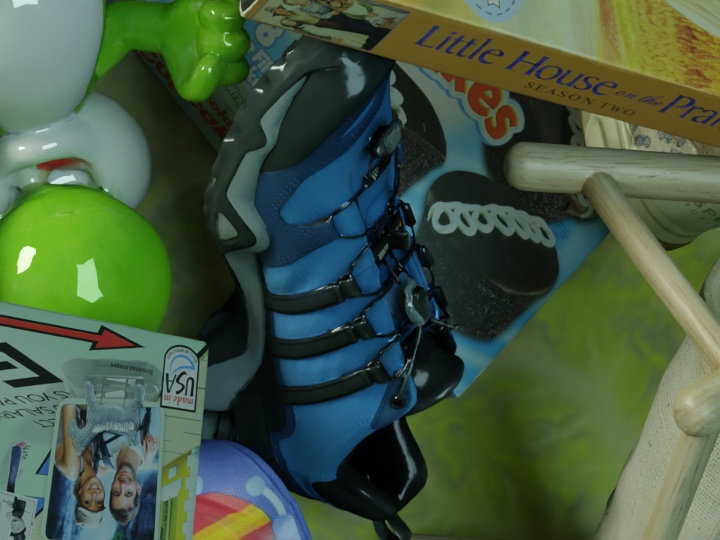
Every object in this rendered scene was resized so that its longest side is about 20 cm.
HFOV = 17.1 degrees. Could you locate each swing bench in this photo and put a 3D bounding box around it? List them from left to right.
[{"bbox_3d":[0.136,0.058,0.794,0.199,0.130,0.200,-9,135,-25],"label":"swing bench"}]

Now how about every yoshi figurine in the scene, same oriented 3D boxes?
[{"bbox_3d":[-0.095,-0.046,0.712,0.112,0.112,0.201,-59,151,-42],"label":"yoshi figurine"}]

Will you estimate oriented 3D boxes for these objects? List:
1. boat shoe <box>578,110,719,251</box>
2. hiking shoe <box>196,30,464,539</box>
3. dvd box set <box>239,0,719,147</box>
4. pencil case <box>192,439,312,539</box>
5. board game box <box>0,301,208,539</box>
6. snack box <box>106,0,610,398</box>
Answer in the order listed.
[{"bbox_3d":[0.107,-0.111,0.854,0.073,0.062,0.202,-3,77,-45],"label":"boat shoe"},{"bbox_3d":[0.000,0.000,0.750,0.086,0.201,0.075,27,51,13],"label":"hiking shoe"},{"bbox_3d":[0.056,-0.120,0.718,0.199,0.029,0.147,13,60,-27],"label":"dvd box set"},{"bbox_3d":[-0.101,0.131,0.754,0.199,0.087,0.078,-32,91,-22],"label":"pencil case"},{"bbox_3d":[-0.125,0.072,0.633,0.199,0.029,0.136,13,78,-46],"label":"board game box"},{"bbox_3d":[0.004,-0.068,0.836,0.116,0.037,0.200,-45,107,-22],"label":"snack box"}]
